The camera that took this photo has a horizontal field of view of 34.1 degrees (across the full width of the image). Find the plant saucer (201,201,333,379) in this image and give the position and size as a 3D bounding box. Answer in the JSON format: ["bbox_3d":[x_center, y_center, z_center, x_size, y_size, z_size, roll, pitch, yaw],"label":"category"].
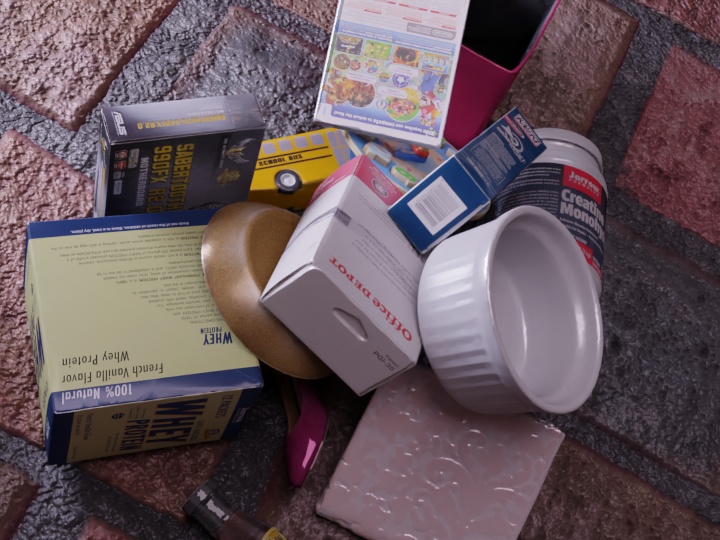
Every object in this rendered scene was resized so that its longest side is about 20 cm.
[{"bbox_3d":[-0.069,0.010,1.175,0.200,0.035,0.201,31,42,-32],"label":"plant saucer"}]

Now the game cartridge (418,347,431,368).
[{"bbox_3d":[0.128,0.074,1.247,0.200,0.040,0.134,-34,87,-7],"label":"game cartridge"}]

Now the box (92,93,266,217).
[{"bbox_3d":[-0.194,-0.096,1.223,0.158,0.200,0.048,-8,60,-22],"label":"box"}]

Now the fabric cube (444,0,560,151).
[{"bbox_3d":[0.107,-0.287,1.441,0.200,0.199,0.196,30,57,2],"label":"fabric cube"}]

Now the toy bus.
[{"bbox_3d":[-0.063,-0.115,1.374,0.200,0.065,0.078,-14,65,-22],"label":"toy bus"}]

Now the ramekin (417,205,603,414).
[{"bbox_3d":[0.144,0.045,1.140,0.200,0.098,0.201,19,65,-45],"label":"ramekin"}]

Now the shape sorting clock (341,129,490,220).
[{"bbox_3d":[0.066,-0.128,1.345,0.200,0.039,0.200,23,29,-14],"label":"shape sorting clock"}]

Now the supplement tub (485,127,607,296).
[{"bbox_3d":[0.216,-0.051,1.375,0.140,0.140,0.200,15,59,-8],"label":"supplement tub"}]

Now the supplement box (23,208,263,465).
[{"bbox_3d":[-0.221,0.063,1.163,0.199,0.134,0.200,-6,63,-20],"label":"supplement box"}]

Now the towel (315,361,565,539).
[{"bbox_3d":[0.081,0.206,1.202,0.200,0.032,0.191,26,93,0],"label":"towel"}]

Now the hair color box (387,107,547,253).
[{"bbox_3d":[0.116,-0.097,1.224,0.061,0.100,0.200,51,33,-1],"label":"hair color box"}]

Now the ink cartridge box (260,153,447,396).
[{"bbox_3d":[0.001,0.001,1.162,0.147,0.083,0.200,45,35,-16],"label":"ink cartridge box"}]

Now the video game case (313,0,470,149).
[{"bbox_3d":[0.037,-0.244,1.294,0.143,0.018,0.201,12,83,-1],"label":"video game case"}]

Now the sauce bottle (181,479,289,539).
[{"bbox_3d":[-0.091,0.287,1.140,0.200,0.066,0.066,42,59,7],"label":"sauce bottle"}]

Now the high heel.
[{"bbox_3d":[-0.083,0.132,1.228,0.096,0.067,0.200,19,44,-14],"label":"high heel"}]
